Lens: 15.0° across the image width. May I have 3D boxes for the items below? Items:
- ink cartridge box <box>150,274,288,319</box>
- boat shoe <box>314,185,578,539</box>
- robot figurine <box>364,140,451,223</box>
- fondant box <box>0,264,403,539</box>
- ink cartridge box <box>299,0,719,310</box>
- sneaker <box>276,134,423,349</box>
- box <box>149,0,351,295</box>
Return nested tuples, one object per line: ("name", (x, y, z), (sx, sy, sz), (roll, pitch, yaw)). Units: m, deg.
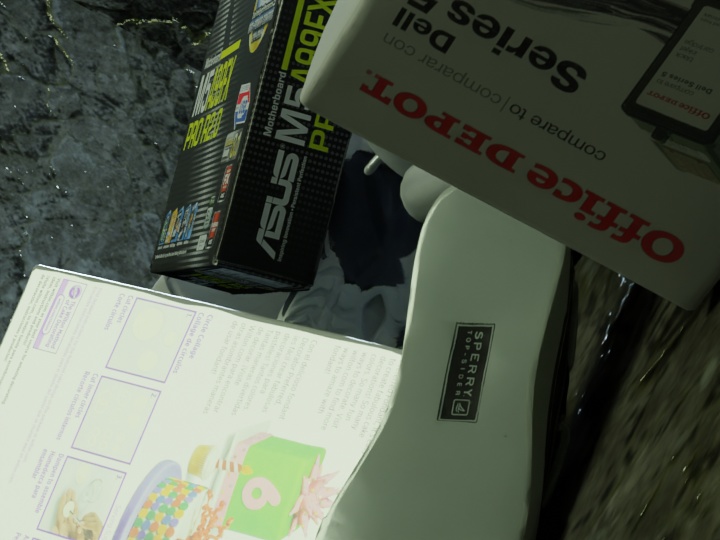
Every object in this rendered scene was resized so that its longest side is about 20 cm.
("ink cartridge box", (-0.034, 0.011, 1.419), (0.148, 0.086, 0.200), (-32, -2, -13))
("boat shoe", (0.038, 0.066, 0.925), (0.064, 0.071, 0.200), (58, -135, -59))
("robot figurine", (0.066, -0.092, 1.009), (0.200, 0.113, 0.170), (-22, 33, 53))
("fondant box", (-0.065, 0.088, 1.039), (0.058, 0.200, 0.144), (39, -112, -51))
("ink cartridge box", (0.092, -0.104, 0.809), (0.200, 0.145, 0.084), (-57, 8, 39))
("sneaker", (0.000, 0.000, 1.229), (0.130, 0.079, 0.199), (154, 120, -86))
("box", (-0.041, -0.072, 1.197), (0.200, 0.044, 0.160), (178, 106, -78))
